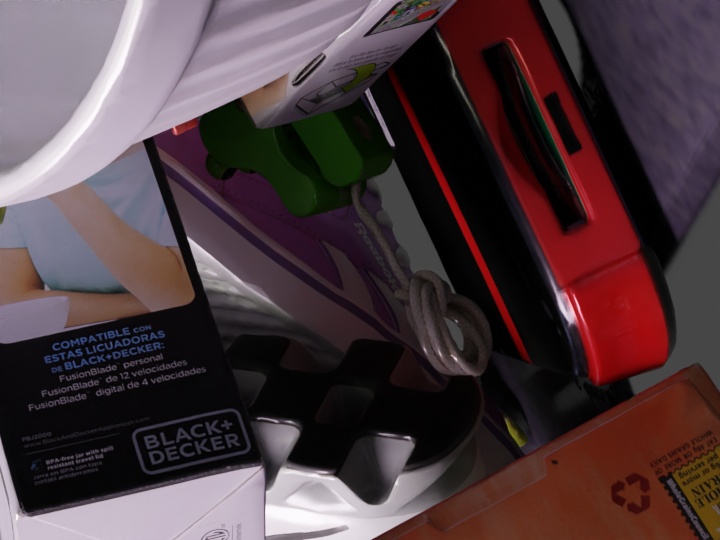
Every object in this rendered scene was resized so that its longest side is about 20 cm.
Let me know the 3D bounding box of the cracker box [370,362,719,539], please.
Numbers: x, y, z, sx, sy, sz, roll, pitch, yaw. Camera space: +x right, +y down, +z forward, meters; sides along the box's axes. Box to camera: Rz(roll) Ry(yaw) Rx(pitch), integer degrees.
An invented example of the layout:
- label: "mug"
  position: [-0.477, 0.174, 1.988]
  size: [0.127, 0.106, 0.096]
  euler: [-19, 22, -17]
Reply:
- label: "cracker box"
  position: [0.043, 0.113, 0.826]
  size: [0.058, 0.134, 0.200]
  euler: [58, 168, 19]

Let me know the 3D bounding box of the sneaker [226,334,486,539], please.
- label: "sneaker"
  position: [-0.055, 0.061, 0.874]
  size: [0.200, 0.074, 0.089]
  euler: [13, 135, 25]

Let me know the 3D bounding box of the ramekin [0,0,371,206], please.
- label: "ramekin"
  position: [-0.070, -0.121, 0.657]
  size: [0.200, 0.105, 0.201]
  euler: [20, 118, 42]

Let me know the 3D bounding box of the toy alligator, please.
- label: "toy alligator"
  position: [-0.031, -0.053, 0.784]
  size: [0.054, 0.059, 0.200]
  euler: [-29, 84, 35]

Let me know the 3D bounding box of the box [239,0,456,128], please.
- label: "box"
  position: [-0.033, -0.147, 0.713]
  size: [0.110, 0.035, 0.200]
  euler: [-41, 74, 46]

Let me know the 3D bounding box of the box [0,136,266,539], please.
- label: "box"
  position: [-0.079, 0.011, 0.761]
  size: [0.117, 0.060, 0.200]
  euler: [93, 161, -52]

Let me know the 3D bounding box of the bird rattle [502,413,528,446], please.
- label: "bird rattle"
  position: [-0.013, 0.015, 1.044]
  size: [0.200, 0.112, 0.164]
  euler: [-108, 5, -80]

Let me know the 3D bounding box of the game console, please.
- label: "game console"
  position: [0.021, -0.064, 0.815]
  size: [0.200, 0.031, 0.177]
  euler: [65, 174, -6]

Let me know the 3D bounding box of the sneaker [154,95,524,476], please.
- label: "sneaker"
  position: [0.000, 0.000, 0.921]
  size: [0.200, 0.114, 0.073]
  euler: [45, 139, -5]

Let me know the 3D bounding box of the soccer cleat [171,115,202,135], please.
- label: "soccer cleat"
  position: [-0.098, -0.087, 0.872]
  size: [0.199, 0.069, 0.078]
  euler: [7, 125, 21]
